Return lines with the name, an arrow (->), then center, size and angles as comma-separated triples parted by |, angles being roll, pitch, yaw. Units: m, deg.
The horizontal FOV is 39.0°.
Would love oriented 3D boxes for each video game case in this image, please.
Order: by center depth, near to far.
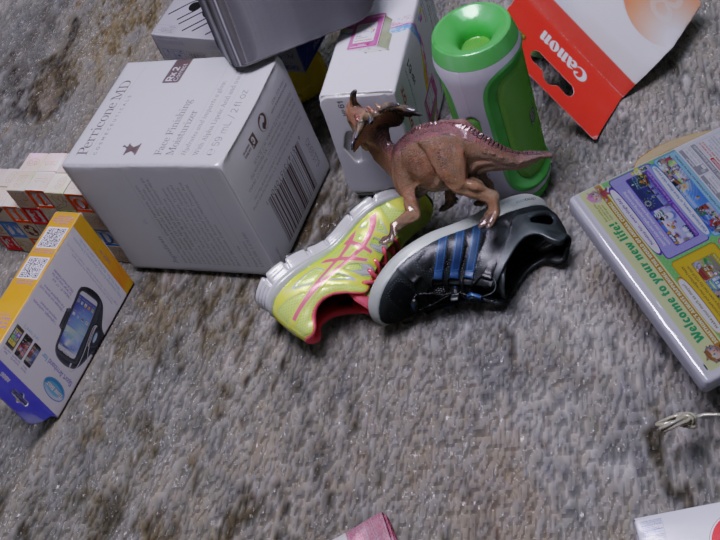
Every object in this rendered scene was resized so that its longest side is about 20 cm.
video game case -> 0.297, -0.022, 0.823 | 0.181, 0.022, 0.201 | -25, 57, -6

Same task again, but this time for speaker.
speaker -> 0.127, -0.151, 0.967 | 0.088, 0.201, 0.089 | -12, 48, 13

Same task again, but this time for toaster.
toaster -> -0.095, -0.312, 1.057 | 0.199, 0.119, 0.181 | -23, 32, -6

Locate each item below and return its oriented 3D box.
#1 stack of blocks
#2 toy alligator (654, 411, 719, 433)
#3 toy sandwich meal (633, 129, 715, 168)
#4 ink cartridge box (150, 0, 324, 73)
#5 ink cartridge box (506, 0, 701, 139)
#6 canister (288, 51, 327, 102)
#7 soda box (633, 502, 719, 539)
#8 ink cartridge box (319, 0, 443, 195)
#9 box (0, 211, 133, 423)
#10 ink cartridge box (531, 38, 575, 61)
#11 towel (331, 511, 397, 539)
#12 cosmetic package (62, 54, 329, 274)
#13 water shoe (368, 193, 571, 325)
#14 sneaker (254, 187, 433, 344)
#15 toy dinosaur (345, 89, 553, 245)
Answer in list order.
stack of blocks -> -0.352, -0.075, 1.170 | 0.198, 0.115, 0.059 | 5, 54, 27
toy alligator -> 0.326, 0.105, 0.769 | 0.199, 0.059, 0.055 | -22, 87, 4
toy sandwich meal -> 0.314, -0.036, 0.886 | 0.203, 0.070, 0.207 | -5, 56, 7
ink cartridge box -> -0.138, -0.286, 1.191 | 0.198, 0.044, 0.094 | 11, 59, 25
ink cartridge box -> 0.244, -0.261, 1.043 | 0.200, 0.162, 0.050 | -54, 13, -26
canister -> -0.136, -0.279, 1.270 | 0.148, 0.087, 0.201 | -27, 48, -2
soda box -> 0.295, 0.192, 0.695 | 0.198, 0.068, 0.064 | -14, 48, 12
ink cartridge box -> 0.031, -0.201, 1.089 | 0.084, 0.145, 0.201 | 1, 52, 19
box -> -0.317, 0.053, 1.043 | 0.041, 0.119, 0.201 | 6, 54, 28
ink cartridge box -> 0.232, -0.286, 1.133 | 0.103, 0.059, 0.201 | 20, 62, 35
towel -> -0.044, 0.291, 0.791 | 0.199, 0.023, 0.144 | -28, 46, 0
cosmetic package -> -0.169, -0.112, 1.086 | 0.198, 0.166, 0.166 | 3, 51, 25
water shoe -> 0.100, 0.000, 0.941 | 0.199, 0.072, 0.079 | -32, 49, -3
sneaker -> 0.000, 0.000, 0.992 | 0.199, 0.078, 0.090 | -38, 61, -8
toy dinosaur -> 0.065, -0.108, 0.925 | 0.199, 0.136, 0.086 | -6, 23, 33
